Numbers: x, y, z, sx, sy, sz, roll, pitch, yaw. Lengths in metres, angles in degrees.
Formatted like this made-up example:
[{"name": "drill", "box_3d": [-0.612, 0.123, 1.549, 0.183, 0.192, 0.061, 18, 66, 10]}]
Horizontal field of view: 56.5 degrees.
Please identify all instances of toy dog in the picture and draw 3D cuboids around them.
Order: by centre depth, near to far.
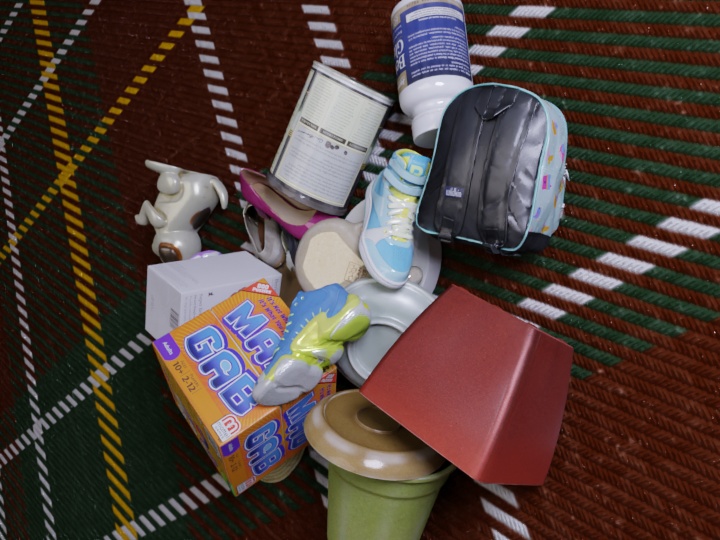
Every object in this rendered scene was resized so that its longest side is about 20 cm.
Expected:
[{"name": "toy dog", "box_3d": [-0.361, -0.104, 1.373, 0.191, 0.139, 0.203, 14, 94, 10]}]

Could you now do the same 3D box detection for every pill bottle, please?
[{"name": "pill bottle", "box_3d": [0.107, -0.288, 0.976, 0.110, 0.110, 0.203, -15, 76, 39]}]

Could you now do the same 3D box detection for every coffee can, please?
[{"name": "coffee can", "box_3d": [-0.050, -0.212, 1.083, 0.146, 0.145, 0.202, 38, 109, 37]}]

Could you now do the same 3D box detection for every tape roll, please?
[{"name": "tape roll", "box_3d": [0.037, -0.018, 1.058, 0.201, 0.037, 0.207, -5, 82, 40]}]

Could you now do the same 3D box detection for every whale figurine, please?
[{"name": "whale figurine", "box_3d": [0.000, 0.000, 1.017, 0.197, 0.104, 0.161, 19, 97, 16]}]

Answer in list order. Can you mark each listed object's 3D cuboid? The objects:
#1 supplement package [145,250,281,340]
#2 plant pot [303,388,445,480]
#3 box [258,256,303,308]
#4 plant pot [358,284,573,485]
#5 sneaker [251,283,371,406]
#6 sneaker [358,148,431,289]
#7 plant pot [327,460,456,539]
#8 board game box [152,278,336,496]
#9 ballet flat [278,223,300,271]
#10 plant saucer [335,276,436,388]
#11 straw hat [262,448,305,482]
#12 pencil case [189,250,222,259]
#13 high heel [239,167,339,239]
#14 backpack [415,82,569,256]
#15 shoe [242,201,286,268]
[{"name": "supplement package", "box_3d": [-0.251, 0.053, 1.153, 0.119, 0.198, 0.123, 28, 118, 40]}, {"name": "plant pot", "box_3d": [0.023, 0.210, 0.901, 0.199, 0.198, 0.028, 26, 112, 40]}, {"name": "box", "box_3d": [-0.130, 0.059, 1.205, 0.198, 0.021, 0.166, 17, 96, 41]}, {"name": "plant pot", "box_3d": [0.155, 0.135, 0.845, 0.199, 0.199, 0.178, 30, 94, 39]}, {"name": "sneaker", "box_3d": [-0.079, 0.096, 0.932, 0.199, 0.076, 0.105, -38, 49, -1]}, {"name": "sneaker", "box_3d": [0.055, -0.085, 0.922, 0.131, 0.078, 0.202, 126, 149, -47]}, {"name": "plant pot", "box_3d": [0.029, 0.311, 0.945, 0.199, 0.199, 0.187, 25, 113, 40]}, {"name": "board game box", "box_3d": [-0.174, 0.182, 1.048, 0.200, 0.198, 0.201, 46, 154, 27]}, {"name": "ballet flat", "box_3d": [-0.102, -0.040, 1.157, 0.073, 0.072, 0.202, -47, 45, 27]}, {"name": "plant saucer", "box_3d": [0.036, 0.108, 0.963, 0.197, 0.050, 0.203, 6, 115, 12]}, {"name": "straw hat", "box_3d": [-0.188, 0.282, 1.190, 0.199, 0.084, 0.205, -6, 81, 41]}, {"name": "pencil case", "box_3d": [-0.289, 0.059, 1.303, 0.084, 0.084, 0.203, -18, 68, 2]}, {"name": "high heel", "box_3d": [-0.119, -0.109, 1.100, 0.198, 0.097, 0.068, 15, 60, 30]}, {"name": "backpack", "box_3d": [0.180, -0.133, 0.866, 0.174, 0.152, 0.203, 16, 106, 39]}, {"name": "shoe", "box_3d": [-0.180, -0.099, 1.236, 0.070, 0.053, 0.202, -36, 54, 28]}]
